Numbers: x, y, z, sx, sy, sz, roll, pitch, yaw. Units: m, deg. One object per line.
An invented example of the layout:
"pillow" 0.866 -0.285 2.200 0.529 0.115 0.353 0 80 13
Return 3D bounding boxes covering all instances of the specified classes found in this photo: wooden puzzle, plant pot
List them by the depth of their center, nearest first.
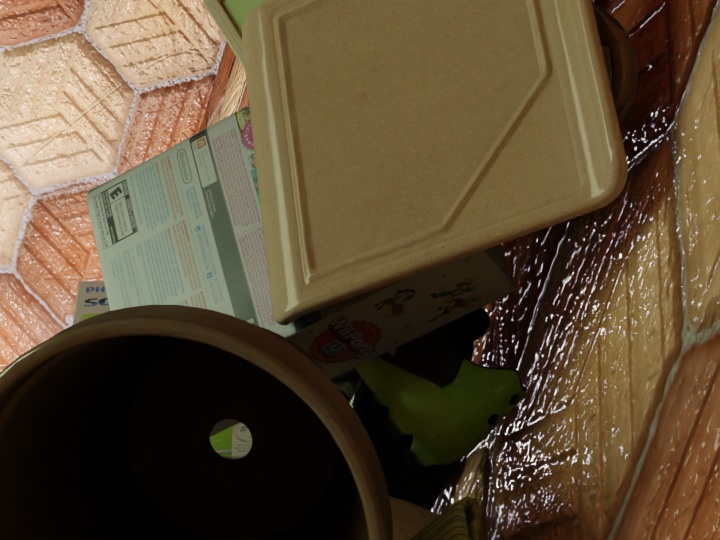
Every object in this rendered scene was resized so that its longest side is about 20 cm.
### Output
"plant pot" -0.075 0.099 0.920 0.174 0.198 0.202 -61 -10 -75
"wooden puzzle" 0.032 -0.082 0.992 0.199 0.037 0.187 -22 57 24

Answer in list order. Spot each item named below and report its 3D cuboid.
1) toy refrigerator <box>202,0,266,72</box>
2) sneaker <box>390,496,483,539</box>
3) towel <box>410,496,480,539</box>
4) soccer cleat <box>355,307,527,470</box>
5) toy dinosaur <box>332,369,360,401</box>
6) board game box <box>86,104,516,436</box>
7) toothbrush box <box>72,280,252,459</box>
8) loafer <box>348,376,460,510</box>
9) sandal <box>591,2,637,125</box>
"toy refrigerator" -0.019 -0.112 1.201 0.076 0.070 0.201 -34 50 4
"sneaker" 0.027 0.179 0.966 0.200 0.074 0.085 -111 42 -72
"towel" 0.007 0.209 0.879 0.200 0.023 0.144 -54 31 35
"soccer cleat" 0.020 0.022 1.084 0.200 0.081 0.068 55 177 39
"toy dinosaur" -0.010 0.084 1.291 0.102 0.076 0.202 -34 43 53
"board game box" -0.035 -0.017 1.052 0.199 0.064 0.149 -26 56 14
"toothbrush box" -0.127 0.095 1.363 0.201 0.144 0.087 -91 0 -56
"loafer" 0.013 0.118 1.144 0.072 0.072 0.202 -157 84 -84
"sandal" 0.097 -0.086 1.038 0.200 0.053 0.081 151 120 -67
